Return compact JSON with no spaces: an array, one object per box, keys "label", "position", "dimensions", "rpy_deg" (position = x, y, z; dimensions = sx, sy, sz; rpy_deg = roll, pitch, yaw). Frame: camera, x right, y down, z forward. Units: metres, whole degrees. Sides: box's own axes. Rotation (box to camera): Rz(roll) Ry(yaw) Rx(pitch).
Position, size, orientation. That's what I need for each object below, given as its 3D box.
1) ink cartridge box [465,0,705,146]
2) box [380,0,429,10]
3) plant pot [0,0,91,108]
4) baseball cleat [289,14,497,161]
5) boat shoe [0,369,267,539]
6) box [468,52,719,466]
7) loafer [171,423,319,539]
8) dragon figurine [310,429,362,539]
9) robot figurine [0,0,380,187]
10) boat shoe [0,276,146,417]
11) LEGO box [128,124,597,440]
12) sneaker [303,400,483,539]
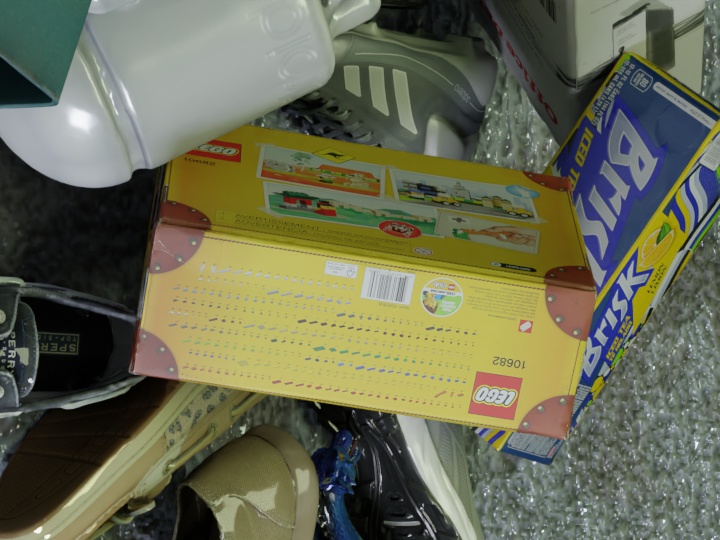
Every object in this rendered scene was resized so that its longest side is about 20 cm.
[{"label":"ink cartridge box","position":[0.105,-0.172,1.418],"dimensions":[0.083,0.147,0.200],"rpy_deg":[-27,156,-8]},{"label":"box","position":[-0.041,-0.230,1.393],"dimensions":[0.200,0.047,0.193],"rpy_deg":[-1,92,-47]},{"label":"plant pot","position":[-0.180,-0.188,1.173],"dimensions":[0.141,0.141,0.200],"rpy_deg":[41,61,-42]},{"label":"baseball cleat","position":[-0.001,-0.081,1.433],"dimensions":[0.200,0.070,0.107],"rpy_deg":[2,98,-45]},{"label":"boat shoe","position":[-0.097,0.078,1.335],"dimensions":[0.200,0.073,0.063],"rpy_deg":[-45,122,-37]},{"label":"box","position":[0.113,-0.005,1.412],"dimensions":[0.200,0.070,0.064],"rpy_deg":[-56,151,8]},{"label":"loafer","position":[-0.070,0.171,1.367],"dimensions":[0.067,0.076,0.200],"rpy_deg":[-7,110,-37]},{"label":"dragon figurine","position":[-0.023,0.184,1.433],"dimensions":[0.099,0.059,0.200],"rpy_deg":[28,66,-44]},{"label":"robot figurine","position":[-0.090,-0.110,1.260],"dimensions":[0.200,0.113,0.170],"rpy_deg":[-26,162,-7]},{"label":"boat shoe","position":[-0.172,0.035,1.251],"dimensions":[0.200,0.068,0.072],"rpy_deg":[5,90,-49]},{"label":"LEGO box","position":[0.000,0.000,1.295],"dimensions":[0.149,0.200,0.077],"rpy_deg":[-92,-168,-68]},{"label":"sneaker","position":[0.031,0.093,1.482],"dimensions":[0.079,0.074,0.200],"rpy_deg":[-43,123,-44]}]
